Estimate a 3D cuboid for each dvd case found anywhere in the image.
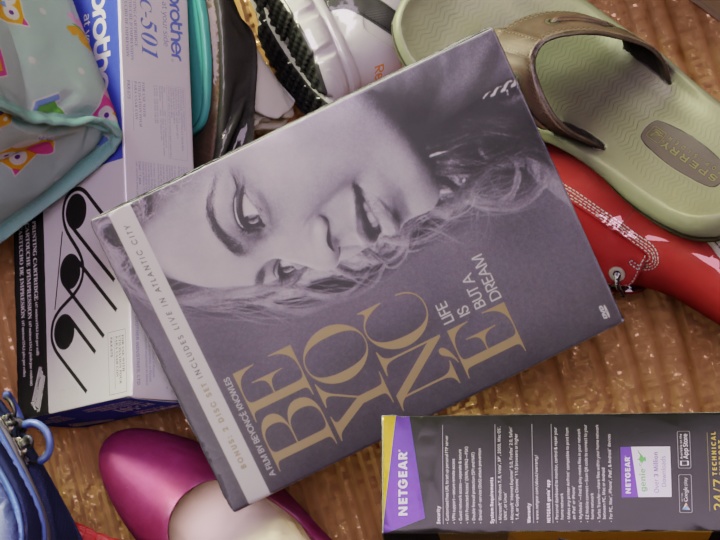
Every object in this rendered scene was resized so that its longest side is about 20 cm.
[{"bbox_3d":[0.000,0.000,1.195,0.200,0.016,0.149,-26,101,-2],"label":"dvd case"}]

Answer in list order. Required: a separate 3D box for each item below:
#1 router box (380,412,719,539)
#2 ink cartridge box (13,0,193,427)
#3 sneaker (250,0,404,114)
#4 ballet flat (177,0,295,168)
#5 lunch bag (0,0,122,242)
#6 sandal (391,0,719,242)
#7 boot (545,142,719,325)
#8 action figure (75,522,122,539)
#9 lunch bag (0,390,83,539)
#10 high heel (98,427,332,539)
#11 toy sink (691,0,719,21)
[{"bbox_3d":[0.091,0.107,1.155,0.157,0.200,0.052,-1,74,4],"label":"router box"},{"bbox_3d":[-0.121,-0.031,1.250,0.044,0.094,0.201,6,77,-41],"label":"ink cartridge box"},{"bbox_3d":[-0.032,-0.172,1.311,0.080,0.074,0.200,-24,79,-18],"label":"sneaker"},{"bbox_3d":[-0.069,-0.055,1.278,0.068,0.068,0.201,5,84,-38],"label":"ballet flat"},{"bbox_3d":[-0.227,-0.081,1.246,0.200,0.122,0.171,-39,61,30],"label":"lunch bag"},{"bbox_3d":[0.104,-0.087,1.218,0.201,0.057,0.080,31,78,22],"label":"sandal"},{"bbox_3d":[0.101,0.003,1.251,0.144,0.072,0.200,-44,69,-8],"label":"boot"},{"bbox_3d":[-0.162,0.143,1.230,0.199,0.052,0.066,13,82,9],"label":"action figure"},{"bbox_3d":[-0.216,0.123,1.150,0.200,0.132,0.136,-34,71,2],"label":"lunch bag"},{"bbox_3d":[-0.045,0.134,1.208,0.200,0.096,0.067,43,83,12],"label":"high heel"},{"bbox_3d":[0.195,-0.209,1.233,0.112,0.200,0.130,37,79,12],"label":"toy sink"}]
